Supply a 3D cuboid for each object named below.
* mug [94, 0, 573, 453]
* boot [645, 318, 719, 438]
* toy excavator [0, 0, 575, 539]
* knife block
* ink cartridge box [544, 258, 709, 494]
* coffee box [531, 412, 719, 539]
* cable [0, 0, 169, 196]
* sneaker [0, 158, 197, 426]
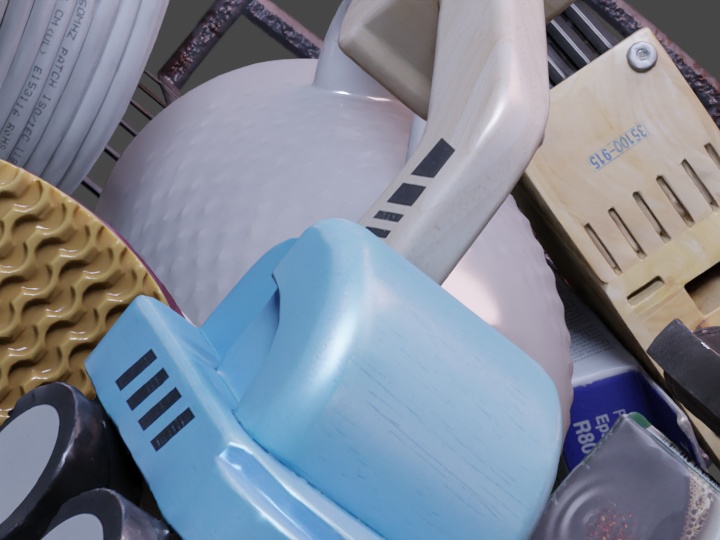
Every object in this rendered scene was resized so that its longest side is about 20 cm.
[{"bbox_3d":[0.000,0.000,0.833,0.148,0.200,0.175,7,18,-17],"label":"mug"},{"bbox_3d":[0.188,0.087,0.773,0.200,0.069,0.174,33,9,-45],"label":"boot"},{"bbox_3d":[0.003,0.014,0.597,0.100,0.200,0.194,40,4,-24],"label":"toy excavator"},{"bbox_3d":[0.101,-0.018,0.931,0.200,0.064,0.176,56,0,7],"label":"knife block"},{"bbox_3d":[0.098,0.103,0.948,0.200,0.043,0.196,-121,-171,-67],"label":"ink cartridge box"},{"bbox_3d":[0.117,0.150,0.765,0.200,0.123,0.044,42,3,8],"label":"coffee box"},{"bbox_3d":[-0.115,-0.104,0.871,0.069,0.200,0.200,17,52,-21],"label":"cable"},{"bbox_3d":[-0.061,0.044,0.698,0.200,0.075,0.090,46,-6,-14],"label":"sneaker"}]
